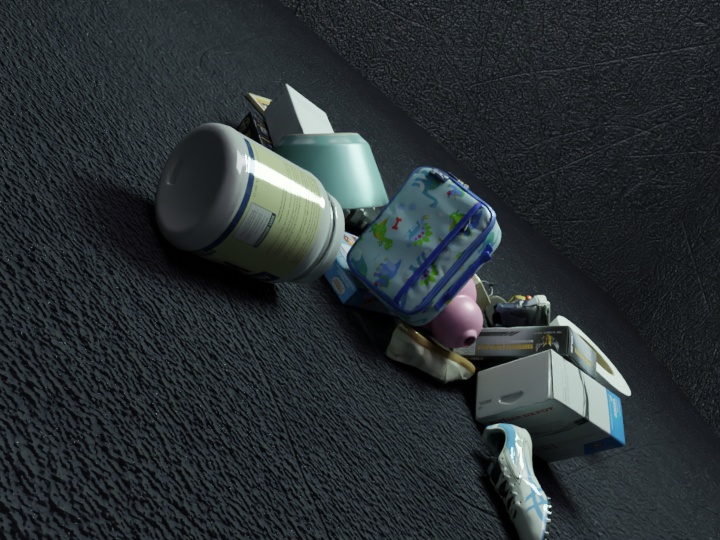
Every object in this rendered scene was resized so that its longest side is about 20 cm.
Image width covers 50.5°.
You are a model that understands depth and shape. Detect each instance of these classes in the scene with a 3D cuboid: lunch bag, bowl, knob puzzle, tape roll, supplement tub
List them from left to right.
[{"bbox_3d":[-0.126,-0.070,0.904,0.199,0.145,0.146,24,25,-47],"label":"supplement tub"},{"bbox_3d":[-0.130,-0.296,1.607,0.219,0.030,0.220,41,17,-15],"label":"knob puzzle"},{"bbox_3d":[-0.057,-0.147,1.125,0.196,0.107,0.201,-2,8,0],"label":"bowl"},{"bbox_3d":[0.092,-0.034,1.077,0.161,0.200,0.082,42,-2,29],"label":"lunch bag"},{"bbox_3d":[0.409,0.210,1.495,0.202,0.139,0.203,38,18,-15],"label":"tape roll"}]

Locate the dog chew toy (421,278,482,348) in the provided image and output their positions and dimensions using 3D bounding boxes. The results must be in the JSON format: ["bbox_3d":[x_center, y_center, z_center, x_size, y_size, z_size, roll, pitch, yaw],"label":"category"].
[{"bbox_3d":[0.117,0.033,1.146,0.124,0.125,0.201,26,26,-44],"label":"dog chew toy"}]

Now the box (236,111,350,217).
[{"bbox_3d":[-0.117,-0.177,1.333,0.199,0.049,0.162,32,20,-35],"label":"box"}]

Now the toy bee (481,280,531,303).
[{"bbox_3d":[0.340,0.103,1.635,0.198,0.109,0.132,32,64,-12],"label":"toy bee"}]

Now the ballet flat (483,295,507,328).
[{"bbox_3d":[0.269,0.143,1.373,0.046,0.066,0.203,16,54,-84],"label":"ballet flat"}]

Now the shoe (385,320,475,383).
[{"bbox_3d":[0.104,0.132,1.142,0.070,0.054,0.199,29,-3,45],"label":"shoe"}]

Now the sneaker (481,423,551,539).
[{"bbox_3d":[0.201,0.284,0.995,0.071,0.073,0.201,5,33,-6],"label":"sneaker"}]

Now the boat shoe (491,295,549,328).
[{"bbox_3d":[0.269,0.077,1.296,0.091,0.076,0.200,1,-5,10],"label":"boat shoe"}]

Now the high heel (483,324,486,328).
[{"bbox_3d":[0.173,0.101,1.392,0.067,0.094,0.203,104,-35,-81],"label":"high heel"}]

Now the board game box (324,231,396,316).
[{"bbox_3d":[0.000,0.000,1.214,0.199,0.037,0.152,17,33,-55],"label":"board game box"}]

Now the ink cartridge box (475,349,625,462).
[{"bbox_3d":[0.292,0.214,1.178,0.199,0.143,0.085,33,49,-33],"label":"ink cartridge box"}]

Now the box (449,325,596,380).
[{"bbox_3d":[0.264,0.137,1.236,0.158,0.197,0.049,35,58,-51],"label":"box"}]

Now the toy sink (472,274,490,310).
[{"bbox_3d":[0.124,-0.007,1.330,0.201,0.111,0.130,54,3,26],"label":"toy sink"}]

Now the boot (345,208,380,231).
[{"bbox_3d":[0.041,-0.098,1.480,0.198,0.066,0.166,30,31,-31],"label":"boot"}]

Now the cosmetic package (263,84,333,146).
[{"bbox_3d":[-0.095,-0.222,1.290,0.101,0.074,0.201,31,25,-32],"label":"cosmetic package"}]
